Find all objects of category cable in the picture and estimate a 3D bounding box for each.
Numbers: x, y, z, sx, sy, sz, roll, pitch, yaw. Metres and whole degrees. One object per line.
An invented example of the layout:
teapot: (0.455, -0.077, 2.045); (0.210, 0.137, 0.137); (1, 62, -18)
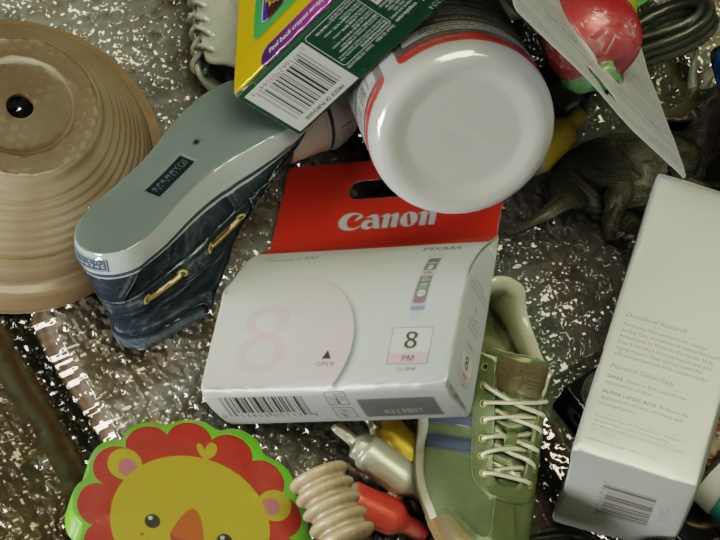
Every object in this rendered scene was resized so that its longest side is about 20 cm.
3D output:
cable: (0.147, -0.120, 1.748); (0.200, 0.097, 0.050); (-31, 117, -22)
cable: (0.063, 0.159, 1.611); (0.200, 0.050, 0.097); (26, 54, 1)

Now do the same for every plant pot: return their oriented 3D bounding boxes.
plant pot: (-0.217, -0.082, 1.643); (0.201, 0.093, 0.201); (5, 63, -10)

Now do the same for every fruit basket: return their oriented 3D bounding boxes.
fruit basket: (0.125, -0.166, 1.631); (0.185, 0.094, 0.200); (40, 31, -38)

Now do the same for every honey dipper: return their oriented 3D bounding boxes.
honey dipper: (0.015, 0.207, 1.541); (0.038, 0.038, 0.200); (-19, 72, -20)

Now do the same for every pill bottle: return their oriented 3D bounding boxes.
pill bottle: (0.045, -0.129, 1.657); (0.116, 0.116, 0.200); (2, 29, -12)

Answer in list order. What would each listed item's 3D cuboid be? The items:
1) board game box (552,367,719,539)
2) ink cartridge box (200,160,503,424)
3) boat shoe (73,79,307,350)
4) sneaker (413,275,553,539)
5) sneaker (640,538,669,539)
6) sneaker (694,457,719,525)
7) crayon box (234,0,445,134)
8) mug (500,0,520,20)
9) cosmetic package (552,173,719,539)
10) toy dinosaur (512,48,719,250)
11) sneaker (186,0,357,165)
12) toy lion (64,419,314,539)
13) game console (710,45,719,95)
board game box: (0.236, 0.127, 1.677); (0.135, 0.035, 0.200); (-30, 75, -24)
ink cartridge box: (0.000, 0.000, 1.625); (0.162, 0.057, 0.200); (-4, 59, 22)
boat shoe: (-0.096, -0.040, 1.649); (0.071, 0.091, 0.200); (27, 57, 35)
sneaker: (0.079, 0.087, 1.596); (0.067, 0.090, 0.200); (18, 41, -22)
sneaker: (0.112, 0.229, 1.585); (0.200, 0.088, 0.074); (-13, 26, 2)
sneaker: (0.316, 0.122, 1.630); (0.200, 0.084, 0.121); (-35, 72, -17)
crayon box: (0.006, -0.209, 1.609); (0.058, 0.200, 0.173); (30, 39, -26)
mug: (0.100, -0.283, 1.774); (0.149, 0.187, 0.153); (-22, 56, 19)
cosmetic package: (0.186, 0.056, 1.614); (0.081, 0.113, 0.200); (16, 61, 5)
toy dinosaur: (0.178, -0.059, 1.743); (0.200, 0.077, 0.102); (-25, 53, -15)
sneaker: (-0.081, -0.157, 1.719); (0.071, 0.073, 0.200); (-28, 74, -29)
toy lion: (-0.085, 0.185, 1.567); (0.200, 0.069, 0.192); (22, 54, -2)
game console: (0.308, -0.061, 1.695); (0.118, 0.171, 0.200); (-18, 104, 4)
